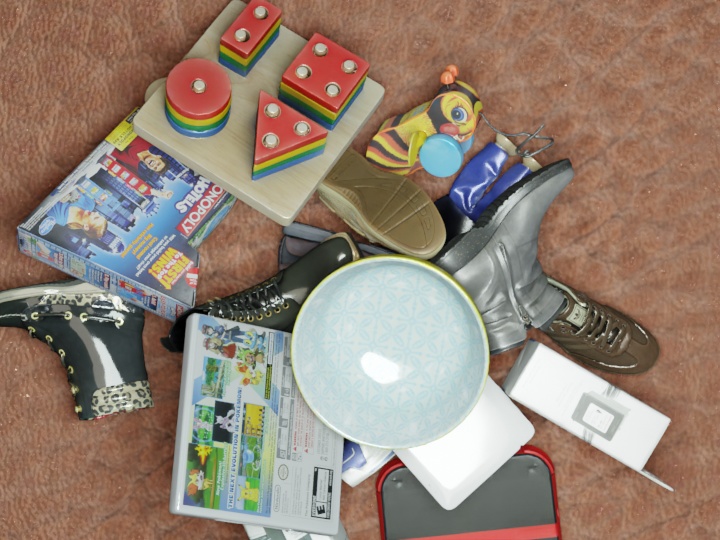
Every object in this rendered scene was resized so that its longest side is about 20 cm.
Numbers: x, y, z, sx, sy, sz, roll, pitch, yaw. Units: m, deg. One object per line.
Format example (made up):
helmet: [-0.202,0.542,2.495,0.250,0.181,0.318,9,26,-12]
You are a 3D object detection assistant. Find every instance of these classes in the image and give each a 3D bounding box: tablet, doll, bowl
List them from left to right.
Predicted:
bowl: [0.036,0.070,1.514,0.199,0.108,0.201,2,106,8]
tablet: [0.075,0.139,1.580,0.130,0.014,0.200,-41,88,-7]
doll: [0.116,-0.049,1.625,0.136,0.048,0.200,42,94,20]

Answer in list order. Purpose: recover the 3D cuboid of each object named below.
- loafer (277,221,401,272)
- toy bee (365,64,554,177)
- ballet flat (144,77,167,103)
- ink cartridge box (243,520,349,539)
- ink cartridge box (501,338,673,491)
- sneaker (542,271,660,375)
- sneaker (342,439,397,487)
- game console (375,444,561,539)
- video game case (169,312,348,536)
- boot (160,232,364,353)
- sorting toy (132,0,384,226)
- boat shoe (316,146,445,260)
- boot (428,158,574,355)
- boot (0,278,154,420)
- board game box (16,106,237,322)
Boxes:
loafer: [0.000,0.000,1.607,0.200,0.072,0.063,18,93,24]
toy bee: [0.089,-0.164,1.588,0.199,0.131,0.109,-20,113,6]
ballet flat: [-0.148,-0.157,1.627,0.200,0.069,0.070,27,91,1]
ink cartridge box: [-0.067,0.279,1.590,0.083,0.147,0.200,-25,89,1]
ink cartridge box: [0.255,0.152,1.594,0.200,0.116,0.067,30,90,1]
sneaker: [0.234,0.058,1.613,0.200,0.076,0.071,27,91,2]
sneaker: [0.023,0.132,1.625,0.115,0.081,0.199,43,85,4]
game console: [0.122,0.288,1.646,0.199,0.031,0.177,-6,95,2]
video game case: [-0.098,0.156,1.499,0.182,0.022,0.201,14,69,-28]
boot: [-0.100,0.033,1.546,0.200,0.138,0.078,-47,58,25]
sorting toy: [-0.104,-0.183,1.573,0.200,0.070,0.199,32,64,7]
boat shoe: [0.020,-0.067,1.584,0.071,0.065,0.200,-38,54,-16]
boot: [0.175,-0.014,1.557,0.200,0.070,0.132,-41,96,-10]
boot: [-0.327,0.090,1.627,0.203,0.073,0.154,-9,85,-2]
board game box: [-0.228,-0.043,1.606,0.200,0.062,0.200,37,65,7]
